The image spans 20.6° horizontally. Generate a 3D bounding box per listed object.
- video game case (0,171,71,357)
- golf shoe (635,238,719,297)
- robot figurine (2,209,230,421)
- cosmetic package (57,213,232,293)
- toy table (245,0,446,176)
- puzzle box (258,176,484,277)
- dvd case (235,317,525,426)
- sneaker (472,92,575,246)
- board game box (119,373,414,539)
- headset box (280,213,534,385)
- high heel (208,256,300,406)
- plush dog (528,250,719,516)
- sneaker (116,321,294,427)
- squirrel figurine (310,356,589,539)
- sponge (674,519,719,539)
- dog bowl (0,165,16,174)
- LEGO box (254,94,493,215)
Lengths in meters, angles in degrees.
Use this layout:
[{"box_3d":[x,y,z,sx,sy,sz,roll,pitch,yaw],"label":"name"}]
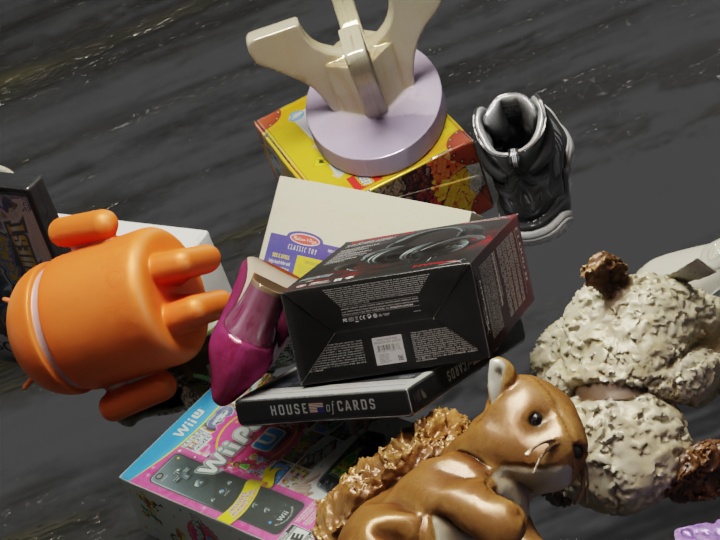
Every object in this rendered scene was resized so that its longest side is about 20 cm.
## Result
[{"box_3d":[-0.319,-0.003,1.748,0.180,0.201,0.026,8,41,34],"label":"video game case"},{"box_3d":[0.304,-0.018,1.545,0.199,0.098,0.079,-8,39,20],"label":"golf shoe"},{"box_3d":[-0.204,0.032,1.608,0.199,0.144,0.117,-18,37,24],"label":"robot figurine"},{"box_3d":[-0.215,0.014,1.760,0.199,0.102,0.071,8,43,33],"label":"cosmetic package"},{"box_3d":[0.002,-0.187,1.768,0.183,0.118,0.200,-25,35,-6],"label":"toy table"},{"box_3d":[0.000,0.000,1.661,0.199,0.025,0.134,13,87,33],"label":"puzzle box"},{"box_3d":[0.019,0.076,1.504,0.149,0.025,0.200,-7,11,30],"label":"dvd case"},{"box_3d":[0.144,-0.120,1.743,0.075,0.114,0.201,-13,36,10],"label":"sneaker"},{"box_3d":[-0.064,0.162,1.523,0.199,0.065,0.148,15,48,40],"label":"board game box"},{"box_3d":[0.043,0.018,1.510,0.148,0.078,0.200,-9,11,18],"label":"headset box"},{"box_3d":[-0.084,0.046,1.539,0.067,0.097,0.200,26,6,6],"label":"high heel"},{"box_3d":[0.195,0.094,1.434,0.199,0.160,0.173,-4,65,25],"label":"plush dog"},{"box_3d":[-0.123,0.087,1.646,0.199,0.077,0.089,-19,35,16],"label":"sneaker"},{"box_3d":[0.064,0.148,1.368,0.187,0.141,0.200,-58,33,-5],"label":"squirrel figurine"},{"box_3d":[0.312,0.199,1.312,0.199,0.030,0.112,-14,37,10],"label":"sponge"},{"box_3d":[-0.406,-0.016,1.921,0.199,0.074,0.201,-14,35,10],"label":"dog bowl"},{"box_3d":[0.010,-0.099,1.815,0.148,0.077,0.200,-27,36,-8],"label":"LEGO box"}]
